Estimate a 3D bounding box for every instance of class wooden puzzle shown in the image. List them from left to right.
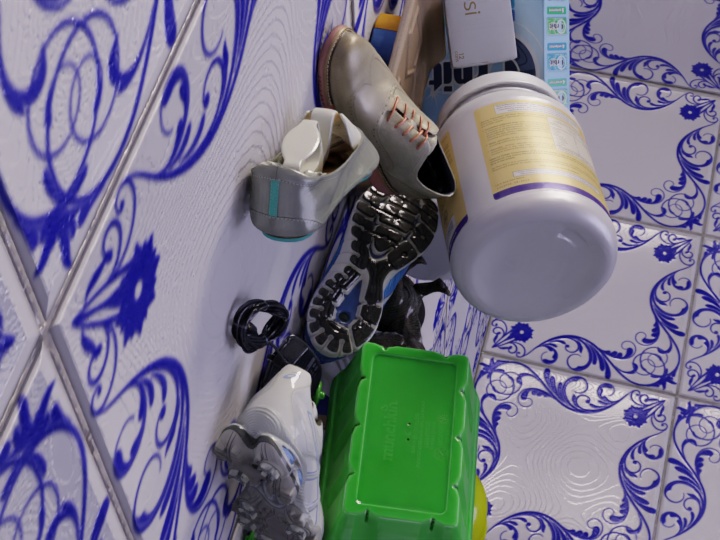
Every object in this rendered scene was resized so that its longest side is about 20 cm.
[{"bbox_3d":[0.028,-0.159,1.294,0.185,0.046,0.201,71,37,-71],"label":"wooden puzzle"}]

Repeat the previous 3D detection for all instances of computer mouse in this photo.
[{"bbox_3d":[-0.069,0.063,1.048,0.059,0.034,0.200,-55,159,-14],"label":"computer mouse"}]

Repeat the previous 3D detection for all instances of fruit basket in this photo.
[{"bbox_3d":[0.041,0.186,1.180,0.216,0.155,0.217,-172,-90,-90],"label":"fruit basket"}]

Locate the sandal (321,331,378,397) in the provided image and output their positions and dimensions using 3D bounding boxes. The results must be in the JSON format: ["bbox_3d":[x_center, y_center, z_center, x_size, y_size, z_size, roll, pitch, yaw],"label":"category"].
[{"bbox_3d":[-0.005,0.095,1.325,0.050,0.083,0.202,-39,160,20],"label":"sandal"}]

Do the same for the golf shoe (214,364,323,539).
[{"bbox_3d":[-0.051,0.151,1.063,0.200,0.078,0.097,89,26,-55],"label":"golf shoe"}]

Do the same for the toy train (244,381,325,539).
[{"bbox_3d":[-0.066,0.178,1.168,0.056,0.042,0.201,-118,-140,-90],"label":"toy train"}]

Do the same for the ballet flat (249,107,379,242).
[{"bbox_3d":[-0.028,-0.083,0.987,0.200,0.067,0.064,-59,152,-63],"label":"ballet flat"}]

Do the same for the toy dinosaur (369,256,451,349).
[{"bbox_3d":[0.019,0.015,1.319,0.102,0.200,0.077,-39,137,4],"label":"toy dinosaur"}]

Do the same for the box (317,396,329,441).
[{"bbox_3d":[0.000,0.108,1.427,0.121,0.032,0.201,71,29,-50],"label":"box"}]

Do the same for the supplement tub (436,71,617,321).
[{"bbox_3d":[0.140,-0.069,1.233,0.200,0.145,0.146,-97,-173,-46],"label":"supplement tub"}]

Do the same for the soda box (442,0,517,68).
[{"bbox_3d":[0.104,-0.295,1.303,0.068,0.063,0.201,-73,155,-82],"label":"soda box"}]

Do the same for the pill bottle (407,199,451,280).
[{"bbox_3d":[0.091,-0.052,1.576,0.200,0.112,0.113,-45,145,-72],"label":"pill bottle"}]

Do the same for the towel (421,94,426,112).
[{"bbox_3d":[0.082,-0.239,1.531,0.133,0.034,0.201,61,42,-77],"label":"towel"}]

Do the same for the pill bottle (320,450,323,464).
[{"bbox_3d":[-0.020,0.258,1.312,0.200,0.111,0.111,91,15,-49],"label":"pill bottle"}]

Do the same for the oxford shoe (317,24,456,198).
[{"bbox_3d":[0.027,-0.127,1.123,0.071,0.074,0.200,-62,147,-17],"label":"oxford shoe"}]

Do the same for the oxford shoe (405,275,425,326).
[{"bbox_3d":[0.034,0.053,1.577,0.200,0.071,0.071,83,-9,-55],"label":"oxford shoe"}]

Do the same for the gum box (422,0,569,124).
[{"bbox_3d":[0.134,-0.196,1.397,0.044,0.170,0.201,-11,103,-42],"label":"gum box"}]

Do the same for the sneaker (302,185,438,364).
[{"bbox_3d":[0.000,0.000,1.239,0.200,0.078,0.089,-57,-175,-28],"label":"sneaker"}]
